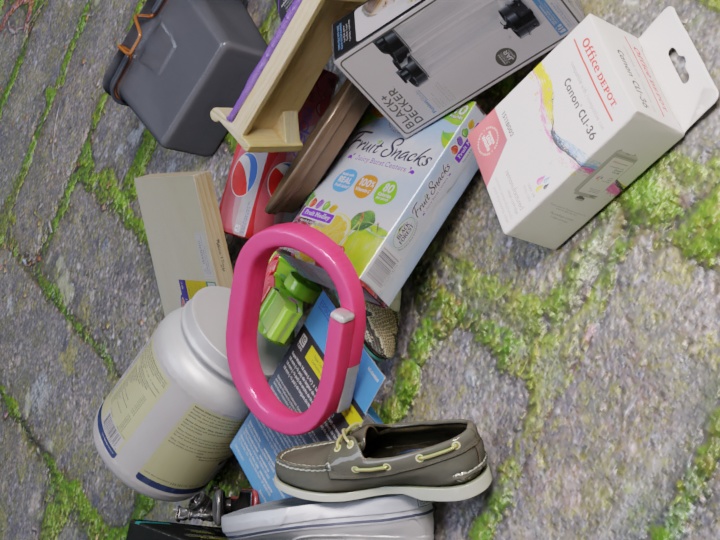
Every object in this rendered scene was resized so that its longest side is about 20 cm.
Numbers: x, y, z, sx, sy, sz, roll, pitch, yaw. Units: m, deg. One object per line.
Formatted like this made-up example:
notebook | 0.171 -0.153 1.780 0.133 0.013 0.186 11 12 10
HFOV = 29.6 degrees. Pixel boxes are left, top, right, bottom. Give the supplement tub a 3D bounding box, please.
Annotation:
supplement tub | -0.175 0.129 1.429 0.200 0.144 0.145 -51 44 27

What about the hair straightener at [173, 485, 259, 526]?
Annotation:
hair straightener | -0.151 0.232 1.375 0.200 0.076 0.041 165 106 -78

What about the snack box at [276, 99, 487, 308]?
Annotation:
snack box | 0.024 -0.073 1.280 0.142 0.053 0.201 20 72 51

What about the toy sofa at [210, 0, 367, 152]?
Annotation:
toy sofa | -0.069 -0.219 1.331 0.098 0.083 0.200 48 122 24

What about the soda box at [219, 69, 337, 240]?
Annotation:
soda box | -0.093 -0.129 1.486 0.070 0.063 0.202 15 90 52

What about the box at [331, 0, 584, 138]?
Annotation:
box | 0.085 -0.216 1.210 0.199 0.117 0.060 -28 40 23

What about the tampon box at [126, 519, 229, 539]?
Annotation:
tampon box | -0.123 0.321 1.291 0.199 0.149 0.127 4 81 52

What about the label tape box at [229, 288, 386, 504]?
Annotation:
label tape box | -0.033 0.143 1.314 0.201 0.063 0.144 -58 42 20

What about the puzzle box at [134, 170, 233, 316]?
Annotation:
puzzle box | -0.190 -0.010 1.523 0.133 0.025 0.202 3 108 51

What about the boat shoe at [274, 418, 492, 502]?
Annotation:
boat shoe | 0.014 0.161 1.187 0.200 0.072 0.061 -4 112 22

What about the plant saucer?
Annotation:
plant saucer | -0.032 -0.137 1.368 0.201 0.029 0.200 -57 7 10

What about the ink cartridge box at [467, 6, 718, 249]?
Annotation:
ink cartridge box | 0.189 -0.126 1.131 0.200 0.067 0.117 -45 47 32

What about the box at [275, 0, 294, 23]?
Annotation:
box | -0.027 -0.341 1.443 0.122 0.106 0.201 -43 48 34

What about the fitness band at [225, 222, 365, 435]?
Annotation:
fitness band | -0.063 0.055 1.239 0.143 0.037 0.201 29 122 31

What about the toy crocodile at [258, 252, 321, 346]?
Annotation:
toy crocodile | -0.079 0.019 1.377 0.068 0.061 0.200 -57 11 18

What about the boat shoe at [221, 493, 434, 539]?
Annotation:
boat shoe | -0.030 0.237 1.217 0.199 0.073 0.067 -10 88 19

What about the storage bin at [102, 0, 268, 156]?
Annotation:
storage bin | -0.202 -0.241 1.614 0.200 0.145 0.135 -54 52 24

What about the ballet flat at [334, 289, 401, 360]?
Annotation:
ballet flat | 0.000 0.000 1.330 0.075 0.068 0.200 -45 42 11
